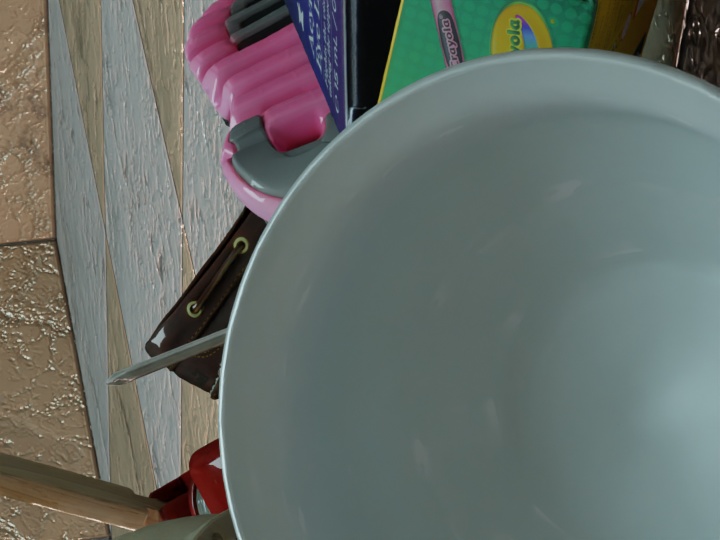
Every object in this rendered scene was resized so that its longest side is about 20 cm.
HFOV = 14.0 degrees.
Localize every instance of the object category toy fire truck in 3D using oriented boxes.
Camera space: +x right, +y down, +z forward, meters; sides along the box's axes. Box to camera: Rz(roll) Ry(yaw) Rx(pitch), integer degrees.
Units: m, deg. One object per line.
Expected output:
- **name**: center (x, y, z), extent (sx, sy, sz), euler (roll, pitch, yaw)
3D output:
- **toy fire truck**: center (-0.063, 0.092, 1.327), extent (0.129, 0.200, 0.176), euler (61, 171, -4)

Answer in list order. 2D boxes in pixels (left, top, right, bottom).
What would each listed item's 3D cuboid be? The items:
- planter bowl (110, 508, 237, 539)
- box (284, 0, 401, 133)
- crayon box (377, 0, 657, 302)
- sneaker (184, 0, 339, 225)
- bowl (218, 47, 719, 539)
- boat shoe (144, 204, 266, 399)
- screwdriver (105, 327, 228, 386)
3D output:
- **planter bowl**: center (-0.047, 0.176, 1.173), extent (0.135, 0.200, 0.201), euler (-53, 38, 40)
- **box**: center (0.024, -0.155, 1.050), extent (0.200, 0.104, 0.148), euler (-113, 19, -58)
- **crayon box**: center (0.042, -0.034, 0.917), extent (0.119, 0.058, 0.201), euler (-55, -17, -54)
- **sneaker**: center (-0.013, -0.051, 1.122), extent (0.096, 0.079, 0.200), euler (59, -167, -31)
- **bowl**: center (0.068, 0.039, 0.813), extent (0.090, 0.200, 0.202), euler (-4, -93, -64)
- **boat shoe**: center (-0.023, -0.038, 1.239), extent (0.200, 0.070, 0.070), euler (-64, -2, -13)
- **screwdriver**: center (0.000, 0.000, 1.035), extent (0.028, 0.199, 0.029), euler (20, -126, -80)
